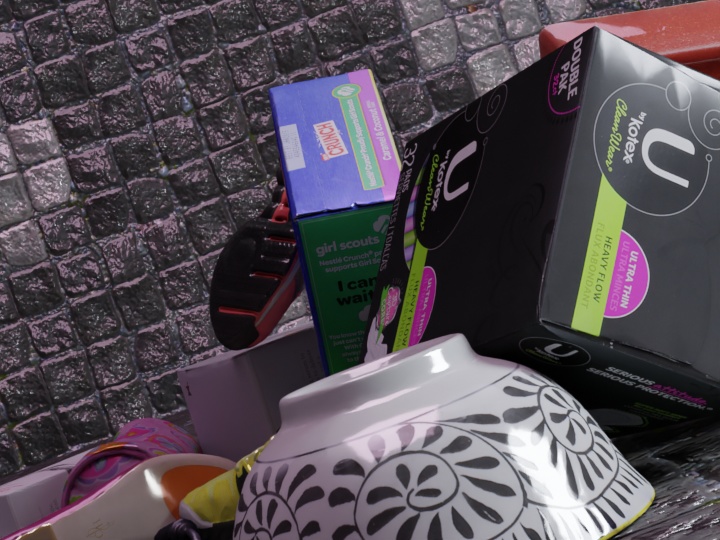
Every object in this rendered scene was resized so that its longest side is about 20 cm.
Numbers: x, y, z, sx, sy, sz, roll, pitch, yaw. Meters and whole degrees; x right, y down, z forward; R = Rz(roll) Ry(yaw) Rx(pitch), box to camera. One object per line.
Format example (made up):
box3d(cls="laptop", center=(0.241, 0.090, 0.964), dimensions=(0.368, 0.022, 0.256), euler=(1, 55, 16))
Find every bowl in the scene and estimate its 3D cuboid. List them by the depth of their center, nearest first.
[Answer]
box3d(cls="bowl", center=(0.020, 0.086, 0.749), dimensions=(0.199, 0.095, 0.201), euler=(-20, -1, 0))

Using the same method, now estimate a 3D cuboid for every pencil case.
box3d(cls="pencil case", center=(-0.164, 0.160, 1.269), dimensions=(0.087, 0.088, 0.200), euler=(-20, 0, 0))

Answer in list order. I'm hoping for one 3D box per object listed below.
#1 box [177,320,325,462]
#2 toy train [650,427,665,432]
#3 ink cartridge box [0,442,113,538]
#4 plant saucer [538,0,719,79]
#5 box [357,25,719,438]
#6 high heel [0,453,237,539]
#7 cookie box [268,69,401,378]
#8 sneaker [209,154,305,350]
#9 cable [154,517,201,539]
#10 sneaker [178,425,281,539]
box3d(cls="box", center=(-0.014, 0.089, 1.308), dimensions=(0.199, 0.107, 0.152), euler=(-20, 1, -27))
box3d(cls="toy train", center=(0.179, 0.043, 0.870), dimensions=(0.115, 0.085, 0.200), euler=(-37, 0, 24))
box3d(cls="ink cartridge box", center=(-0.254, 0.198, 1.388), dimensions=(0.199, 0.067, 0.115), euler=(-20, 1, -42))
box3d(cls="plant saucer", center=(0.226, -0.072, 1.111), dimensions=(0.198, 0.201, 0.037), euler=(-8, 21, 4))
box3d(cls="box", center=(0.102, -0.006, 0.847), dimensions=(0.123, 0.150, 0.200), euler=(19, -19, -20))
box3d(cls="high heel", center=(-0.162, 0.175, 1.100), dimensions=(0.199, 0.068, 0.096), euler=(-23, -10, -40))
box3d(cls="cookie box", center=(0.000, 0.000, 1.101), dimensions=(0.074, 0.201, 0.172), euler=(-12, 34, -1))
box3d(cls="sneaker", center=(-0.033, -0.023, 1.236), dimensions=(0.073, 0.201, 0.087), euler=(15, -17, 47))
box3d(cls="cable", center=(-0.183, 0.183, 0.928), dimensions=(0.199, 0.051, 0.163), euler=(-21, 0, -20))
box3d(cls="sneaker", center=(-0.027, 0.111, 1.043), dimensions=(0.199, 0.077, 0.075), euler=(-21, 1, 22))
